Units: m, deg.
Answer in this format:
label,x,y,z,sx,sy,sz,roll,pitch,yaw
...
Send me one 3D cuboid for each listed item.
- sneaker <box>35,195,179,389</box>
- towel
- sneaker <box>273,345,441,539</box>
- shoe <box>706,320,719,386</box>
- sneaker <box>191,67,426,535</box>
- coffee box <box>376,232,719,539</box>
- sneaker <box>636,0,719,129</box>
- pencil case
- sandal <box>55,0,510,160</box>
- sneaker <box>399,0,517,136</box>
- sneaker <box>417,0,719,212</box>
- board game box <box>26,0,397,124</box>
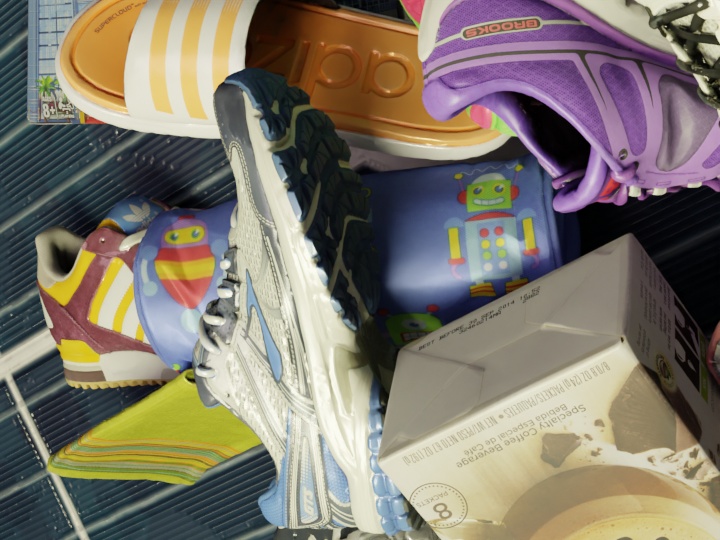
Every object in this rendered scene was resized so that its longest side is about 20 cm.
label,x,y,z,sx,sy,sz,roll,pitch,yaw
sneaker,-0.092,0.005,0.944,0.200,0.075,0.090,-10,103,38
towel,-0.083,0.079,0.917,0.200,0.086,0.018,-32,59,59
sneaker,0.011,0.132,0.862,0.130,0.079,0.200,117,154,-46
shoe,0.232,0.044,0.696,0.200,0.091,0.072,16,114,33
sneaker,-0.035,0.020,0.760,0.085,0.077,0.201,-12,101,19
coffee box,0.112,0.100,0.749,0.113,0.080,0.200,-29,114,25
sneaker,0.149,-0.066,0.649,0.200,0.088,0.076,30,170,-14
pencil case,0.000,0.000,0.829,0.199,0.087,0.078,-8,57,14
sandal,-0.031,-0.098,0.799,0.206,0.059,0.079,7,67,8
sneaker,0.045,-0.153,0.783,0.077,0.084,0.200,-22,92,53
sneaker,0.109,-0.053,0.714,0.081,0.200,0.084,156,130,-68
board game box,-0.085,-0.173,0.889,0.200,0.062,0.200,2,107,37
